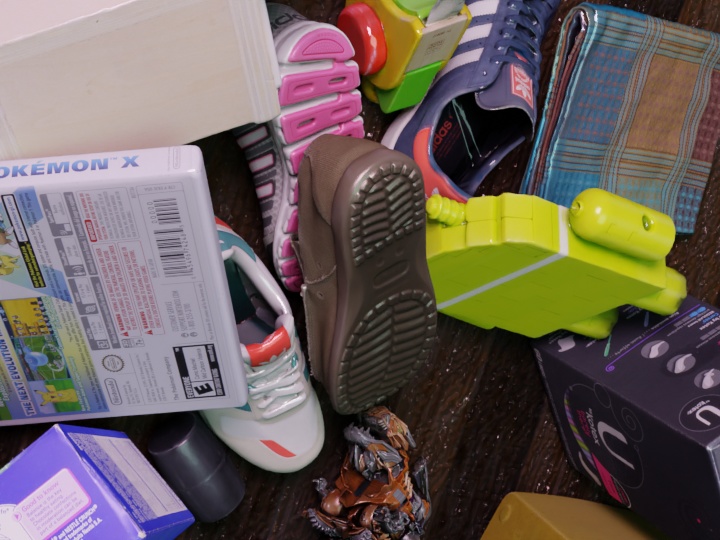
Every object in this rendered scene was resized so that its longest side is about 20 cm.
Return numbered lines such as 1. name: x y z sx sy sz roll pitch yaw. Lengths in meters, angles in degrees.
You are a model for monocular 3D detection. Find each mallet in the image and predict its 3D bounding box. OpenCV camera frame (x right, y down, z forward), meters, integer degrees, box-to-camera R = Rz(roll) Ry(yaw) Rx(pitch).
1. mallet: -0.158 0.176 0.929 0.200 0.041 0.066 -44 118 -5

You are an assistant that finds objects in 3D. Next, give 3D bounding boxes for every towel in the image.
1. towel: 0.185 -0.094 0.999 0.198 0.022 0.149 0 108 -46

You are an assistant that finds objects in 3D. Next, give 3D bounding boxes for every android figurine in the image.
1. android figurine: 0.103 -0.003 0.935 0.198 0.181 0.042 17 63 -31

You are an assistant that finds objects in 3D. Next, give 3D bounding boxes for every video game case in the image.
1. video game case: -0.159 0.016 0.788 0.180 0.022 0.201 -5 142 0

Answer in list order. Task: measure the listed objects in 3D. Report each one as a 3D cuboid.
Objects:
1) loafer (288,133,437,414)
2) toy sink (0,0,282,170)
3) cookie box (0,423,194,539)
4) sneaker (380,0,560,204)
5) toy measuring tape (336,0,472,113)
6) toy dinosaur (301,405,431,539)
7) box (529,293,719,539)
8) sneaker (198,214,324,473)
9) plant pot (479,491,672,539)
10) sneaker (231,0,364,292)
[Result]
1. loafer: 0.000 0.000 0.870 0.075 0.068 0.202 -20 138 -25
2. toy sink: -0.106 -0.141 0.756 0.198 0.131 0.113 -20 145 -7
3. cookie box: -0.185 0.163 0.801 0.171 0.200 0.075 -39 84 -5
4. sneaker: 0.089 -0.126 0.929 0.074 0.084 0.202 26 89 -31
5. toy measuring tape: 0.031 -0.161 0.854 0.073 0.200 0.075 6 63 -13
6. toy dinosaur: 0.007 0.196 0.993 0.135 0.102 0.202 -25 99 -42
7. box: 0.220 0.100 1.008 0.105 0.200 0.123 -31 118 -16
8. sneaker: -0.067 0.054 0.901 0.070 0.093 0.201 -31 118 -15
9. plant pot: 0.162 0.267 1.046 0.175 0.200 0.202 29 92 -21
10. sneaker: -0.042 -0.076 0.888 0.073 0.087 0.201 -28 140 -21
